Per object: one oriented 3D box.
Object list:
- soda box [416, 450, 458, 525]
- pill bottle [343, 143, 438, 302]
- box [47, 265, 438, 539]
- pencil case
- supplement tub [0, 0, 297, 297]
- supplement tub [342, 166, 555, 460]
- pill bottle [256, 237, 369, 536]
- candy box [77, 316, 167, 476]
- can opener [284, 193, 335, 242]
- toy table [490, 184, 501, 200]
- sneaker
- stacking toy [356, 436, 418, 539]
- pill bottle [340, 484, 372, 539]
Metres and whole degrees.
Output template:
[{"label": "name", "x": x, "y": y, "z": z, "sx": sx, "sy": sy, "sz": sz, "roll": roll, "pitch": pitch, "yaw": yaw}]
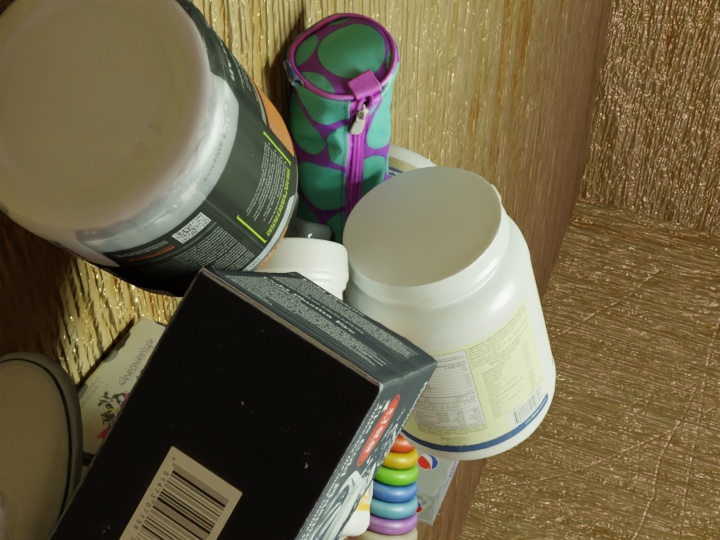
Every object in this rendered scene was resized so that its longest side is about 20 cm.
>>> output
[{"label": "soda box", "x": 0.111, "y": 0.292, "z": 2.171, "sx": 0.201, "sy": 0.067, "sz": 0.064, "roll": -60, "pitch": 160, "yaw": -50}, {"label": "pill bottle", "x": 0.000, "y": 0.000, "z": 1.225, "sx": 0.111, "sy": 0.110, "sz": 0.202, "roll": 70, "pitch": 38, "yaw": -70}, {"label": "box", "x": -0.061, "y": 0.109, "z": 0.719, "sx": 0.202, "sy": 0.103, "sz": 0.182, "roll": -60, "pitch": 171, "yaw": 6}, {"label": "pencil case", "x": -0.014, "y": -0.095, "z": 1.093, "sx": 0.201, "sy": 0.084, "sz": 0.093, "roll": 90, "pitch": -16, "yaw": -51}, {"label": "supplement tub", "x": -0.100, "y": -0.056, "z": 0.692, "sx": 0.200, "sy": 0.121, "sz": 0.124, "roll": 48, "pitch": 58, "yaw": -75}, {"label": "supplement tub", "x": 0.069, "y": 0.035, "z": 1.101, "sx": 0.201, "sy": 0.143, "sz": 0.146, "roll": 70, "pitch": 35, "yaw": -44}, {"label": "pill bottle", "x": -0.052, "y": 0.086, "z": 0.999, "sx": 0.116, "sy": 0.114, "sz": 0.203, "roll": 45, "pitch": 42, "yaw": -76}, {"label": "candy box", "x": -0.144, "y": 0.151, "z": 0.891, "sx": 0.137, "sy": 0.060, "sz": 0.202, "roll": -57, "pitch": 159, "yaw": -53}, {"label": "can opener", "x": -0.058, "y": -0.053, "z": 1.003, "sx": 0.200, "sy": 0.066, "sz": 0.054, "roll": 58, "pitch": 48, "yaw": -74}, {"label": "toy table", "x": 0.086, "y": -0.004, "z": 1.469, "sx": 0.201, "sy": 0.116, "sz": 0.186, "roll": 98, "pitch": -28, "yaw": -62}, {"label": "sneaker", "x": -0.184, "y": 0.135, "z": 0.662, "sx": 0.071, "sy": 0.072, "sz": 0.203, "roll": 58, "pitch": 49, "yaw": -83}, {"label": "stacking toy", "x": 0.041, "y": 0.252, "z": 1.825, "sx": 0.085, "sy": 0.084, "sz": 0.203, "roll": -36, "pitch": 133, "yaw": -70}, {"label": "pill bottle", "x": -0.055, "y": 0.166, "z": 1.186, "sx": 0.200, "sy": 0.111, "sz": 0.114, "roll": 64, "pitch": 44, "yaw": -72}]
